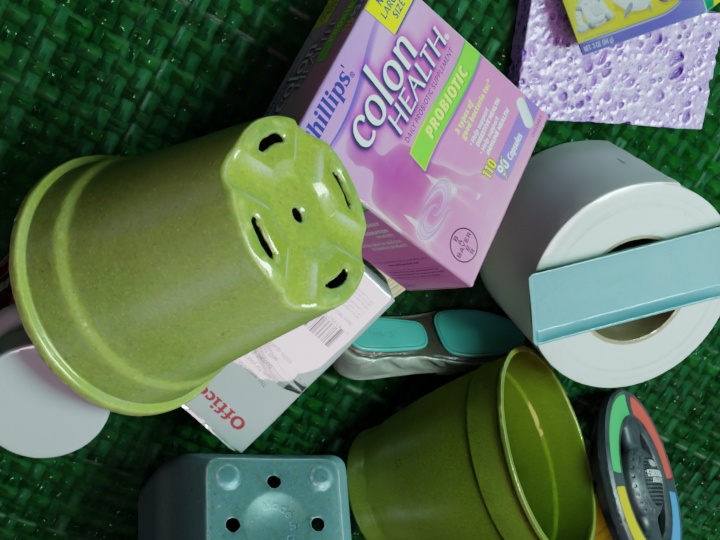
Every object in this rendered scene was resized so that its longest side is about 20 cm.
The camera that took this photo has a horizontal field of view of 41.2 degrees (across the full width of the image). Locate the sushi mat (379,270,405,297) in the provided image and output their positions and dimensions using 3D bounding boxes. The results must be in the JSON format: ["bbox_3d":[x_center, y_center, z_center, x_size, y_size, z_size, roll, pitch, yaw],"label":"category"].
[{"bbox_3d":[0.000,0.000,0.924,0.200,0.012,0.096,-36,117,2],"label":"sushi mat"}]

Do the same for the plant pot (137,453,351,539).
[{"bbox_3d":[-0.094,0.256,0.864,0.196,0.196,0.200,4,148,-17],"label":"plant pot"}]

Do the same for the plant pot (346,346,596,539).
[{"bbox_3d":[0.098,0.197,0.928,0.192,0.201,0.201,-21,120,28],"label":"plant pot"}]

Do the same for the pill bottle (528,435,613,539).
[{"bbox_3d":[0.244,0.277,1.051,0.114,0.114,0.200,-35,117,2],"label":"pill bottle"}]

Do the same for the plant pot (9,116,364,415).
[{"bbox_3d":[-0.104,-0.015,0.668,0.184,0.201,0.200,-20,123,35],"label":"plant pot"}]

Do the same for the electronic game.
[{"bbox_3d":[0.294,0.224,1.008,0.042,0.200,0.200,-20,122,31],"label":"electronic game"}]

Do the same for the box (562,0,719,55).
[{"bbox_3d":[0.205,-0.291,0.784,0.048,0.117,0.201,-37,108,-46],"label":"box"}]

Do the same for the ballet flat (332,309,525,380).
[{"bbox_3d":[0.065,0.077,0.955,0.199,0.068,0.064,1,140,-18],"label":"ballet flat"}]

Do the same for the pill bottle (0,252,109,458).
[{"bbox_3d":[-0.251,0.057,0.777,0.114,0.200,0.115,-6,114,-13],"label":"pill bottle"}]

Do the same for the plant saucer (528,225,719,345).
[{"bbox_3d":[0.239,0.009,0.834,0.199,0.019,0.070,-14,115,-10],"label":"plant saucer"}]

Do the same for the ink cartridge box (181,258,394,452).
[{"bbox_3d":[-0.091,0.038,0.862,0.200,0.084,0.145,-45,101,7],"label":"ink cartridge box"}]

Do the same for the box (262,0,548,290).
[{"bbox_3d":[0.032,-0.110,0.799,0.200,0.097,0.176,36,70,-24],"label":"box"}]

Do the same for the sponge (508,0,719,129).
[{"bbox_3d":[0.236,-0.193,0.895,0.199,0.030,0.112,1,112,-15],"label":"sponge"}]

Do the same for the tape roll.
[{"bbox_3d":[0.227,-0.008,0.911,0.202,0.139,0.203,-5,115,-12],"label":"tape roll"}]
